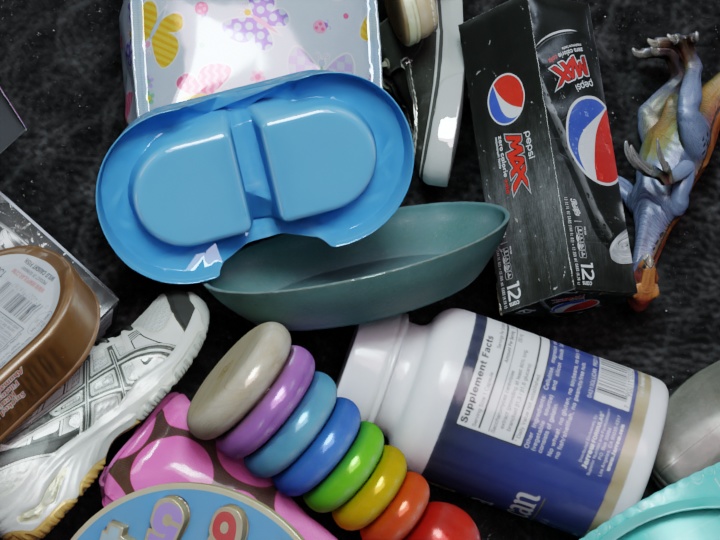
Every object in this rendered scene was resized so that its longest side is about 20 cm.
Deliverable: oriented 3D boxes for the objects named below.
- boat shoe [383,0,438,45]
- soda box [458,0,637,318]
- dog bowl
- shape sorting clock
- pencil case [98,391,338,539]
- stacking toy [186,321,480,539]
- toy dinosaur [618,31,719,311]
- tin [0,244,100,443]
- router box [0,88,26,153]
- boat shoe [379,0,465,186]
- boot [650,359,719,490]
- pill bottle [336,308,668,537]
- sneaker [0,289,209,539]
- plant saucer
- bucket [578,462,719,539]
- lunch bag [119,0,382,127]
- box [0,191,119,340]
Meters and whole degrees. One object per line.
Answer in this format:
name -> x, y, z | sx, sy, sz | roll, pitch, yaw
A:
boat shoe -> 0.044, -0.228, 1.593 | 0.065, 0.072, 0.201 | -4, 44, 1
soda box -> 0.121, -0.074, 1.553 | 0.063, 0.071, 0.201 | 3, 73, -43
dog bowl -> -0.067, -0.064, 1.487 | 0.199, 0.050, 0.112 | -15, 110, -5
shape sorting clock -> -0.102, 0.226, 1.416 | 0.199, 0.039, 0.201 | 2, 95, 19
pencil case -> -0.073, 0.172, 1.468 | 0.200, 0.091, 0.094 | 43, 75, 11
stacking toy -> -0.008, 0.124, 1.452 | 0.200, 0.085, 0.086 | 42, 67, -11
toy dinosaur -> 0.215, -0.065, 1.607 | 0.199, 0.105, 0.183 | -2, 87, -21
tin -> -0.243, 0.064, 1.420 | 0.200, 0.042, 0.112 | -45, 39, -15
router box -> -0.322, -0.052, 1.484 | 0.200, 0.149, 0.051 | -44, 121, -22
boat shoe -> 0.037, -0.144, 1.618 | 0.063, 0.071, 0.201 | 2, 57, -3
boot -> 0.269, 0.059, 1.539 | 0.200, 0.131, 0.068 | -36, 77, -20
pill bottle -> 0.084, 0.090, 1.509 | 0.199, 0.111, 0.112 | 20, 67, 0
sneaker -> -0.172, 0.070, 1.457 | 0.088, 0.076, 0.200 | 42, 59, -6
plant saucer -> 0.000, 0.000, 1.506 | 0.199, 0.200, 0.036 | -15, 102, -14
bucket -> 0.208, 0.210, 1.439 | 0.206, 0.207, 0.135 | -24, 70, -17
lunch bag -> -0.075, -0.167, 1.567 | 0.168, 0.127, 0.201 | 0, 78, -10
box -> -0.275, 0.042, 1.506 | 0.158, 0.048, 0.200 | 42, 68, 8
